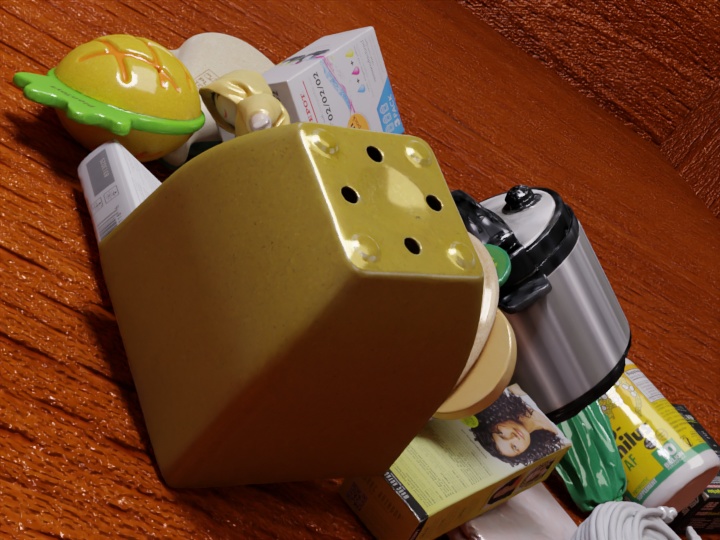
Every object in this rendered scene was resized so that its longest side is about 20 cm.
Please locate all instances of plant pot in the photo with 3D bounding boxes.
[{"bbox_3d":[-0.031,0.010,0.941,0.193,0.200,0.197,3,55,-39],"label":"plant pot"}]

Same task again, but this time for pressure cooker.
[{"bbox_3d":[0.130,0.019,1.241,0.179,0.175,0.201,-51,120,-43],"label":"pressure cooker"}]

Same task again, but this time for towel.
[{"bbox_3d":[0.098,0.182,1.203,0.191,0.032,0.199,51,20,28],"label":"towel"}]

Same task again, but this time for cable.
[{"bbox_3d":[0.250,0.288,1.177,0.199,0.069,0.201,26,33,-45],"label":"cable"}]

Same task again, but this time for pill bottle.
[{"bbox_3d":[0.270,0.163,1.463,0.200,0.113,0.112,50,21,25],"label":"pill bottle"}]

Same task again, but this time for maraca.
[{"bbox_3d":[-0.212,-0.147,1.203,0.136,0.108,0.200,22,16,17],"label":"maraca"}]

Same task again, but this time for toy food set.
[{"bbox_3d":[0.034,0.044,1.126,0.049,0.199,0.199,43,35,-39],"label":"toy food set"}]

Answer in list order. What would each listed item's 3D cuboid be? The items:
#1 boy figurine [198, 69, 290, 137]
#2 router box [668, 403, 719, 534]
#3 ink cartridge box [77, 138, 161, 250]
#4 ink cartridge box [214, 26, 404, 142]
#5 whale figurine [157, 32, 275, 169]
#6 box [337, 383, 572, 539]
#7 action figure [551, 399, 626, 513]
[{"bbox_3d":[-0.085,-0.103,1.214,0.125,0.064,0.201,85,-18,-61],"label":"boy figurine"},{"bbox_3d":[0.362,0.223,1.591,0.199,0.062,0.150,14,32,-55],"label":"router box"},{"bbox_3d":[-0.142,0.004,1.139,0.200,0.050,0.163,50,8,-40],"label":"ink cartridge box"},{"bbox_3d":[-0.046,-0.146,1.355,0.200,0.067,0.116,-41,119,-47],"label":"ink cartridge box"},{"bbox_3d":[-0.159,-0.150,1.377,0.159,0.104,0.200,39,42,6],"label":"whale figurine"},{"bbox_3d":[0.078,0.153,1.098,0.199,0.050,0.075,-18,56,-46],"label":"box"},{"bbox_3d":[0.209,0.166,1.387,0.117,0.055,0.201,-17,72,-26],"label":"action figure"}]
